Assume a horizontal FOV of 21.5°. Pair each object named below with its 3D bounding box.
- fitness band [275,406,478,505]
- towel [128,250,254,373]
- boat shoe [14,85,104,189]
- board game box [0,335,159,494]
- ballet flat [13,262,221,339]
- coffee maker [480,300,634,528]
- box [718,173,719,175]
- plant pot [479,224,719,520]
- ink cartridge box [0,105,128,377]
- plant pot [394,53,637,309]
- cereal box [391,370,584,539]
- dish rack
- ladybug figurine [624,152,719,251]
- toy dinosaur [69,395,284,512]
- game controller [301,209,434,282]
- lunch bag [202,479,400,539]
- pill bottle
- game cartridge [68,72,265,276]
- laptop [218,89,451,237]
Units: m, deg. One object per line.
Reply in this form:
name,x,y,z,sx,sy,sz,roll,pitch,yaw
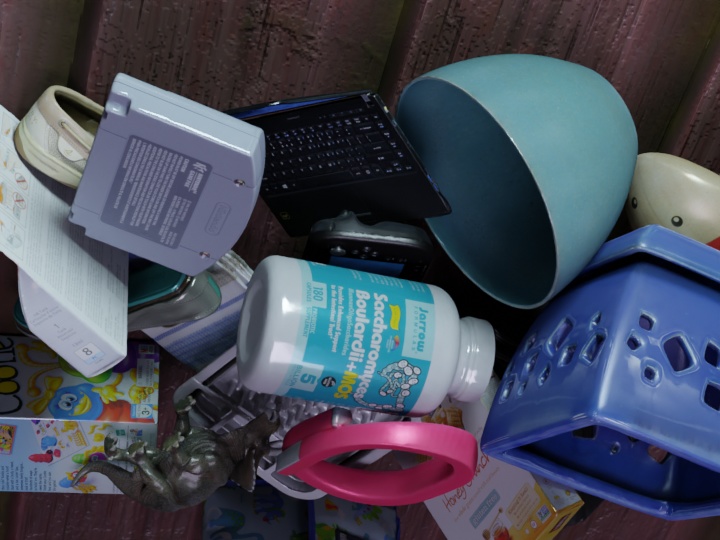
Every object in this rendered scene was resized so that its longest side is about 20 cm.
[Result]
fitness band,0.013,0.158,1.607,0.143,0.038,0.200,16,157,-24
towel,-0.132,0.034,1.677,0.146,0.024,0.200,-27,126,37
boat shoe,-0.180,-0.085,1.546,0.199,0.072,0.065,28,128,-21
board game box,-0.284,0.131,1.725,0.198,0.103,0.105,3,134,-7
ballet flat,-0.208,0.035,1.633,0.199,0.068,0.064,-12,143,28
coffee maker,0.171,0.126,1.693,0.134,0.193,0.201,5,135,14
box,0.404,-0.068,1.573,0.199,0.075,0.101,29,92,-29
plant pot,0.236,0.080,1.514,0.199,0.181,0.200,22,160,-18
ink cartridge box,-0.265,-0.031,1.527,0.047,0.161,0.200,-29,129,22
plant pot,0.139,-0.090,1.501,0.134,0.200,0.201,-31,140,-23
cereal box,0.095,0.162,1.646,0.039,0.201,0.144,-17,152,-37
dish rack,-0.053,0.113,1.683,0.171,0.044,0.200,38,135,-15
ladybug figurine,0.283,-0.034,1.576,0.200,0.135,0.072,29,86,-50
toy dinosaur,-0.161,0.175,1.655,0.199,0.077,0.103,-27,122,11
game controller,0.000,0.000,1.604,0.103,0.042,0.200,15,162,-3
lunch bag,-0.057,0.296,1.858,0.198,0.171,0.128,1,135,-4
pill bottle,0.006,0.058,1.545,0.198,0.111,0.111,10,133,-17
game cartridge,-0.145,-0.068,1.451,0.133,0.041,0.200,25,148,-6
laptop,-0.060,-0.076,1.493,0.176,0.104,0.200,-6,131,40
